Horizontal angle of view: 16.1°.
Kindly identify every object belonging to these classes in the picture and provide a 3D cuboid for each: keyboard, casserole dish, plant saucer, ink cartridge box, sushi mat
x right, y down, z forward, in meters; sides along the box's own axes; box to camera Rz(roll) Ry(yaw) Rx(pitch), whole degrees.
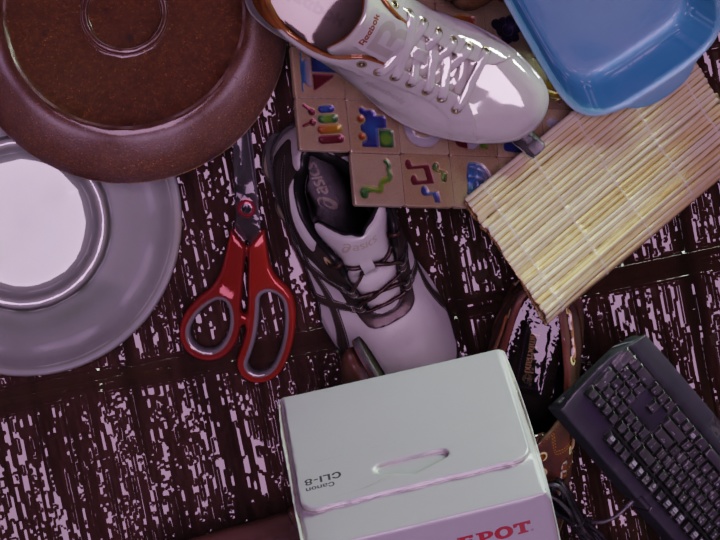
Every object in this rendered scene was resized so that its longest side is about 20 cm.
[{"bbox_3d":[0.184,0.140,1.612,0.127,0.021,0.200,-43,120,-1],"label":"keyboard"},{"bbox_3d":[0.143,-0.183,1.545,0.121,0.039,0.200,-34,129,0],"label":"casserole dish"},{"bbox_3d":[-0.144,-0.154,1.564,0.200,0.034,0.200,1,77,-4],"label":"plant saucer"},{"bbox_3d":[0.045,0.175,1.506,0.145,0.145,0.200,-13,126,-1],"label":"ink cartridge box"},{"bbox_3d":[0.159,-0.061,1.599,0.200,0.012,0.096,-39,96,-24],"label":"sushi mat"},{"bbox_3d":[-0.211,-0.031,1.589,0.200,0.050,0.200,0,94,-4],"label":"plant saucer"}]

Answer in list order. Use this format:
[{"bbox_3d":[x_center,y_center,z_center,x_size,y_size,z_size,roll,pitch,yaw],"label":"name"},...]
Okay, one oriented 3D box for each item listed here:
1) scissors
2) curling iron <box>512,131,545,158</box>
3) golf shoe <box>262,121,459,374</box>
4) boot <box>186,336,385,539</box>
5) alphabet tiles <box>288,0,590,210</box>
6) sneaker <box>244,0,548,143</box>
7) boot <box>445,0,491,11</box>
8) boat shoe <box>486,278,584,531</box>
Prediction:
[{"bbox_3d":[-0.065,-0.027,1.605,0.073,0.014,0.200,12,102,1],"label":"scissors"},{"bbox_3d":[0.045,-0.147,1.559,0.050,0.026,0.200,-38,92,25],"label":"curling iron"},{"bbox_3d":[0.000,0.000,1.588,0.078,0.094,0.200,-32,98,-2],"label":"golf shoe"},{"bbox_3d":[-0.056,0.152,1.596,0.200,0.064,0.186,-19,112,0],"label":"boot"},{"bbox_3d":[0.050,-0.119,1.581,0.200,0.006,0.167,1,75,-23],"label":"alphabet tiles"},{"bbox_3d":[0.021,-0.127,1.509,0.200,0.085,0.073,24,96,-7],"label":"sneaker"},{"bbox_3d":[0.144,-0.202,1.592,0.200,0.074,0.075,-29,107,-12],"label":"boot"},{"bbox_3d":[0.102,0.100,1.614,0.070,0.070,0.200,5,95,6],"label":"boat shoe"}]
